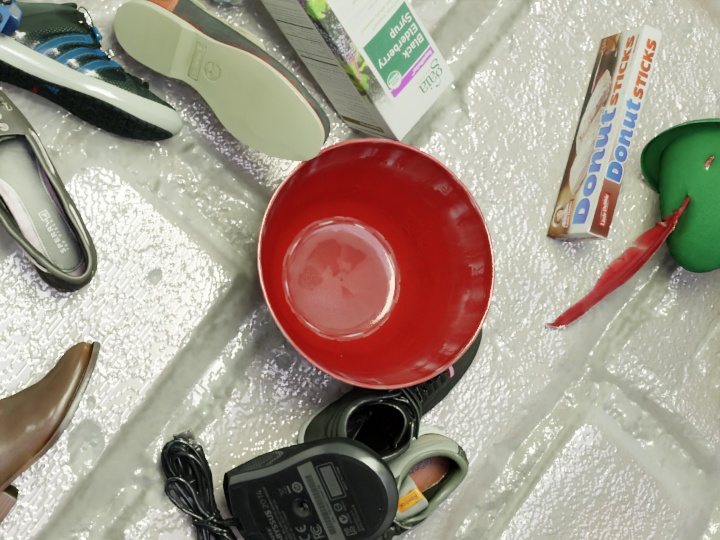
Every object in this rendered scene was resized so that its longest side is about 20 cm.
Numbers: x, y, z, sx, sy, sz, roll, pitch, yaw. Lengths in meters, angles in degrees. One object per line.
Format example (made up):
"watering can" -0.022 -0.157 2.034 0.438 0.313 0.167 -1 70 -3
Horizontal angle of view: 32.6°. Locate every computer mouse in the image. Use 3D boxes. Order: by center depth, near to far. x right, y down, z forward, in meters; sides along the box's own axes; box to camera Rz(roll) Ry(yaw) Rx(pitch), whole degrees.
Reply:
"computer mouse" -0.055 0.177 0.987 0.053 0.200 0.139 -37 111 -63

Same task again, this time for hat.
"hat" 0.306 -0.014 1.104 0.165 0.200 0.176 27 67 -9

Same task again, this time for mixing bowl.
"mixing bowl" 0.000 0.000 1.019 0.200 0.108 0.201 3 82 -18

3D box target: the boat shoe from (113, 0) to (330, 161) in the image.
"boat shoe" -0.102 -0.159 0.977 0.200 0.071 0.063 34 33 11

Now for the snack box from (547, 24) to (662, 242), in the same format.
"snack box" 0.225 -0.124 1.134 0.024 0.072 0.201 20 82 -22

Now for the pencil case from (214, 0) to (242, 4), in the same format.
"pencil case" -0.074 -0.314 1.016 0.091 0.083 0.200 45 74 -21

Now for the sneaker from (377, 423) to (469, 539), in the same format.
"sneaker" 0.008 0.203 1.040 0.200 0.079 0.074 -38 104 -16

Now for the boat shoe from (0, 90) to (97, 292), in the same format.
"boat shoe" -0.265 -0.073 0.950 0.067 0.057 0.200 -35 101 -18

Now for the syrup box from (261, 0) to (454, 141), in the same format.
"syrup box" -0.011 -0.205 1.000 0.079 0.081 0.200 -49 129 -14

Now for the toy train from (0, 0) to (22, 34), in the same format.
"toy train" -0.256 -0.238 0.932 0.046 0.034 0.200 34 51 -24

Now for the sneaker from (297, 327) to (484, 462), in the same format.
"sneaker" 0.045 0.103 1.045 0.200 0.099 0.071 -36 100 -19

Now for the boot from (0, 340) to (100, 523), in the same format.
"boot" -0.322 0.085 0.927 0.200 0.064 0.187 35 75 -12

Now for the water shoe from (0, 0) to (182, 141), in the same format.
"water shoe" -0.222 -0.170 0.962 0.200 0.071 0.079 24 73 -21
